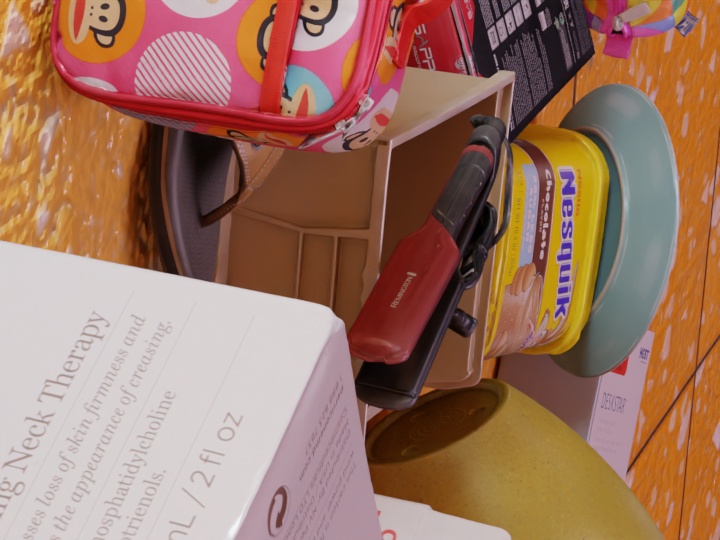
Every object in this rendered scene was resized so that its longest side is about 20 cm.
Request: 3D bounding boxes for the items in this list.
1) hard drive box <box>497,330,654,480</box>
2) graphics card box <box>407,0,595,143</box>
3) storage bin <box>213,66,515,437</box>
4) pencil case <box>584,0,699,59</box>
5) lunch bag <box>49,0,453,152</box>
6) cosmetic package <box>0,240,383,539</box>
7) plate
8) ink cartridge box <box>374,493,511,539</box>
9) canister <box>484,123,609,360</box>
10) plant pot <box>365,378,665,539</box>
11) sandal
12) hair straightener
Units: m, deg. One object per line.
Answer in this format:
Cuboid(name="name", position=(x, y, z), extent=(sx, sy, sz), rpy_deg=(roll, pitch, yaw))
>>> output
Cuboid(name="hard drive box", position=(0.143, 0.129, 2.034), extent=(0.156, 0.077, 0.201), rpy_deg=(16, 84, -72))
Cuboid(name="graphics card box", position=(0.078, -0.153, 1.674), extent=(0.200, 0.051, 0.126), rpy_deg=(-46, 124, -57))
Cuboid(name="storage bin", position=(0.000, 0.000, 1.510), extent=(0.200, 0.093, 0.199), rpy_deg=(-34, 132, -65))
Cuboid(name="pencil case", position=(0.186, -0.246, 1.943), extent=(0.200, 0.088, 0.089), rpy_deg=(78, 29, -46))
Cuboid(name="lunch bag", position=(-0.031, -0.152, 1.202), extent=(0.082, 0.176, 0.201), rpy_deg=(22, 79, -71))
Cuboid(name="cosmetic package", position=(-0.117, 0.107, 1.057), extent=(0.167, 0.199, 0.168), rpy_deg=(80, 27, -48))
Cuboid(name="plate", position=(0.152, -0.028, 1.891), extent=(0.200, 0.025, 0.201), rpy_deg=(-173, -90, -66))
Cuboid(name="ink cartridge box", position=(-0.035, 0.162, 1.328), extent=(0.068, 0.199, 0.117), rpy_deg=(79, 28, -47))
Cuboid(name="canister", position=(0.084, -0.016, 1.766), extent=(0.200, 0.086, 0.149), rpy_deg=(-9, 108, -69))
Cuboid(name="plant pot", position=(0.071, 0.152, 1.703), extent=(0.142, 0.200, 0.200), rpy_deg=(65, 32, -18))
Cuboid(name="sandal", position=(-0.057, -0.082, 1.356), extent=(0.082, 0.054, 0.201), rpy_deg=(51, 52, -66))
Cuboid(name="hair straightener", position=(0.040, -0.004, 1.438), extent=(0.077, 0.041, 0.200), rpy_deg=(81, 22, -45))
